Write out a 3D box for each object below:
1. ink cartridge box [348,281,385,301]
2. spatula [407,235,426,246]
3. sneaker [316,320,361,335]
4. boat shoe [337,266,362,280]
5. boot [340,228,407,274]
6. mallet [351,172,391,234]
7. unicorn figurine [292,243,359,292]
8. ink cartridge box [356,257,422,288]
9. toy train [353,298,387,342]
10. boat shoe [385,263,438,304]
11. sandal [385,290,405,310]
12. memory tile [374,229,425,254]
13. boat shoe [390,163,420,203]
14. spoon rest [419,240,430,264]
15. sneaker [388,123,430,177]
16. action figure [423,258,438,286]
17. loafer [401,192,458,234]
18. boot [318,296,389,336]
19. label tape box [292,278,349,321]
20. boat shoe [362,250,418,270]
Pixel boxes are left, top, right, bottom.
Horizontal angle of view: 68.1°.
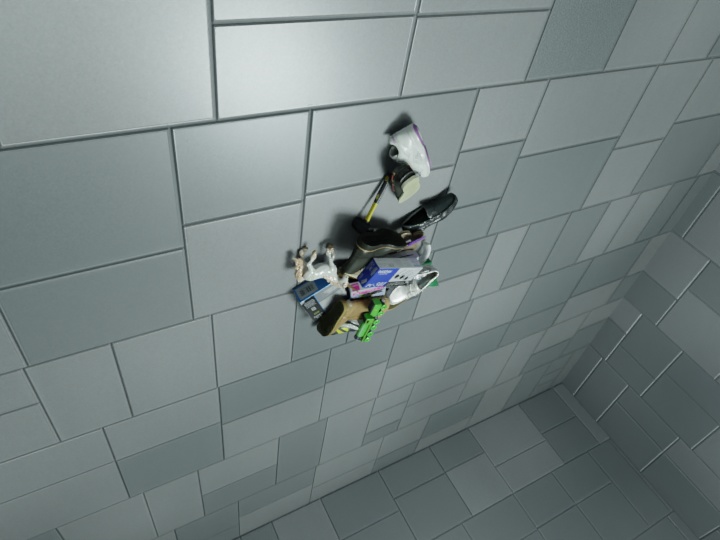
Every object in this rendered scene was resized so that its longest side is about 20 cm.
[{"bbox_3d":[0.021,0.072,1.762,0.119,0.042,0.200,-14,165,-5],"label":"ink cartridge box"},{"bbox_3d":[0.108,-0.081,1.660,0.200,0.021,0.057,-9,172,-8],"label":"spatula"},{"bbox_3d":[-0.073,0.187,1.881,0.200,0.075,0.085,12,139,-43],"label":"sneaker"},{"bbox_3d":[0.000,0.000,1.726,0.200,0.072,0.065,9,85,-45],"label":"boat shoe"},{"bbox_3d":[0.035,-0.051,1.590,0.200,0.078,0.138,-3,139,-44],"label":"boot"},{"bbox_3d":[0.034,-0.196,1.552,0.041,0.066,0.200,-1,118,-52],"label":"mallet"},{"bbox_3d":[-0.107,-0.005,1.590,0.200,0.074,0.138,-3,111,-14],"label":"unicorn figurine"},{"bbox_3d":[0.091,0.006,1.623,0.200,0.044,0.094,-1,142,-45],"label":"ink cartridge box"},{"bbox_3d":[0.029,0.165,1.736,0.056,0.042,0.200,0,134,-29],"label":"toy train"},{"bbox_3d":[0.175,0.049,1.791,0.200,0.069,0.071,-37,110,-6],"label":"boat shoe"},{"bbox_3d":[0.105,0.110,1.925,0.211,0.078,0.070,-19,161,-37],"label":"sandal"},{"bbox_3d":[0.095,-0.080,1.696,0.200,0.017,0.153,0,146,-28],"label":"memory tile"},{"bbox_3d":[0.125,-0.247,1.512,0.074,0.063,0.201,-36,170,-2],"label":"boat shoe"},{"bbox_3d":[0.159,-0.020,1.809,0.200,0.099,0.061,-36,127,-12],"label":"spoon rest"},{"bbox_3d":[0.135,-0.323,1.471,0.099,0.075,0.200,-20,147,12],"label":"sneaker"},{"bbox_3d":[0.165,0.020,1.862,0.200,0.118,0.055,-6,148,-23],"label":"action figure"},{"bbox_3d":[0.219,-0.181,1.685,0.200,0.068,0.070,-34,153,5],"label":"loafer"},{"bbox_3d":[-0.020,0.153,1.763,0.200,0.066,0.175,-1,146,-43],"label":"boot"},{"bbox_3d":[-0.115,0.094,1.731,0.143,0.066,0.200,-32,143,-4],"label":"label tape box"},{"bbox_3d":[0.095,-0.011,1.710,0.200,0.072,0.071,-8,132,-19],"label":"boat shoe"}]
